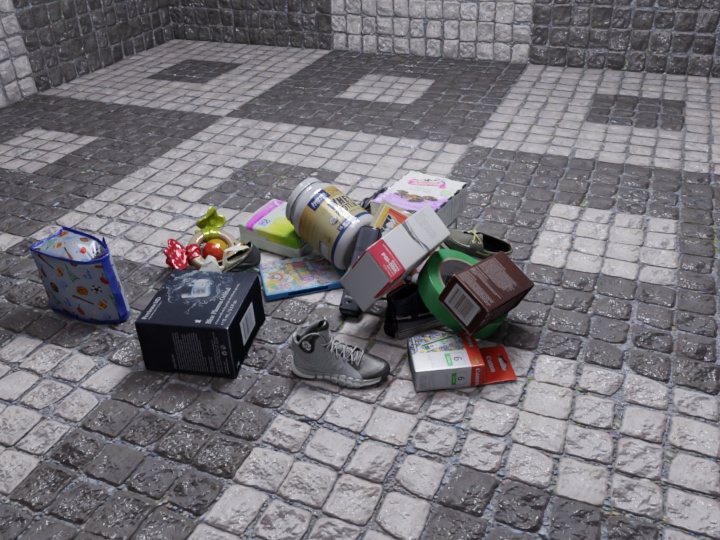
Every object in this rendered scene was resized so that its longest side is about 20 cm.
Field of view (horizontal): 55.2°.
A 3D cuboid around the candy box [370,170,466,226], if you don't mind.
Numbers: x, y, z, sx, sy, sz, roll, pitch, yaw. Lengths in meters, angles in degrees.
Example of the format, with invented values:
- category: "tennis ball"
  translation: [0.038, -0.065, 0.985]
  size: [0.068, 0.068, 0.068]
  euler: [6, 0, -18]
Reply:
- category: "candy box"
  translation: [0.142, -0.157, 1.650]
  size: [0.164, 0.073, 0.199]
  euler: [16, 36, 29]

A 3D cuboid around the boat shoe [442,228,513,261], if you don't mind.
- category: "boat shoe"
  translation: [0.262, -0.062, 1.573]
  size: [0.197, 0.060, 0.074]
  euler: [17, 44, -28]

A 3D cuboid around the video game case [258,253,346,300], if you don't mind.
- category: "video game case"
  translation: [-0.135, 0.010, 1.618]
  size: [0.194, 0.018, 0.144]
  euler: [-10, 32, -11]

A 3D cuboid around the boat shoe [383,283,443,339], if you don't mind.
- category: "boat shoe"
  translation: [0.136, 0.066, 1.432]
  size: [0.196, 0.095, 0.074]
  euler: [-21, 35, -27]

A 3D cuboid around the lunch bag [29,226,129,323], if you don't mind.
- category: "lunch bag"
  translation: [-0.595, 0.015, 1.505]
  size: [0.195, 0.174, 0.124]
  euler: [14, 39, 28]

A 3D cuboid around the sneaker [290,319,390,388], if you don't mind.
- category: "sneaker"
  translation: [-0.042, 0.150, 1.290]
  size: [0.193, 0.119, 0.076]
  euler: [3, 31, 10]

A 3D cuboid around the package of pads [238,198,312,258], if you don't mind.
- category: "package of pads"
  translation: [-0.191, -0.108, 1.767]
  size: [0.196, 0.070, 0.154]
  euler: [17, 38, 28]

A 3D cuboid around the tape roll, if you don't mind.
- category: "tape roll"
  translation: [0.211, 0.046, 1.415]
  size: [0.196, 0.049, 0.204]
  euler: [21, 39, -17]

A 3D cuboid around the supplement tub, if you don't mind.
- category: "supplement tub"
  translation: [-0.069, -0.113, 1.619]
  size: [0.199, 0.147, 0.143]
  euler: [38, 46, 23]

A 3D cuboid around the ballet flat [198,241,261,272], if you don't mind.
- category: "ballet flat"
  translation: [-0.323, -0.011, 1.604]
  size: [0.197, 0.070, 0.067]
  euler: [-31, 36, -29]

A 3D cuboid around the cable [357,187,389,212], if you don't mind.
- category: "cable"
  translation: [-0.006, -0.163, 1.806]
  size: [0.160, 0.052, 0.199]
  euler: [-13, 17, 43]

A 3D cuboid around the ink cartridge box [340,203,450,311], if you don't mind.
- category: "ink cartridge box"
  translation: [0.072, -0.027, 1.394]
  size: [0.199, 0.147, 0.083]
  euler: [-37, 83, -34]

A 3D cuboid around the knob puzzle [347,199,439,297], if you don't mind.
- category: "knob puzzle"
  translation: [0.092, -0.031, 1.523]
  size: [0.212, 0.227, 0.030]
  euler: [4, -4, 11]

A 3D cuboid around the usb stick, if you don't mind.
- category: "usb stick"
  translation: [0.000, 0.000, 1.496]
  size: [0.054, 0.033, 0.206]
  euler: [11, 76, 15]

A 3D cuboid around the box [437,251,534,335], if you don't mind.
- category: "box"
  translation: [0.248, 0.040, 1.349]
  size: [0.198, 0.076, 0.100]
  euler: [-21, 62, -46]

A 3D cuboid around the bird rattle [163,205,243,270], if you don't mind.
- category: "bird rattle"
  translation: [-0.375, -0.056, 1.674]
  size: [0.160, 0.115, 0.201]
  euler: [25, 41, 11]

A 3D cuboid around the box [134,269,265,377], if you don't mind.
- category: "box"
  translation: [-0.317, 0.101, 1.393]
  size: [0.193, 0.120, 0.198]
  euler: [2, 32, 10]

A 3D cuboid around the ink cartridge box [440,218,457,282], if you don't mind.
- category: "ink cartridge box"
  translation: [0.147, -0.056, 1.637]
  size: [0.140, 0.087, 0.201]
  euler: [6, 31, 15]

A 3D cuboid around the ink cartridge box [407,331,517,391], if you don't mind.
- category: "ink cartridge box"
  translation: [0.191, 0.166, 1.306]
  size: [0.193, 0.052, 0.110]
  euler: [-6, 31, -3]
